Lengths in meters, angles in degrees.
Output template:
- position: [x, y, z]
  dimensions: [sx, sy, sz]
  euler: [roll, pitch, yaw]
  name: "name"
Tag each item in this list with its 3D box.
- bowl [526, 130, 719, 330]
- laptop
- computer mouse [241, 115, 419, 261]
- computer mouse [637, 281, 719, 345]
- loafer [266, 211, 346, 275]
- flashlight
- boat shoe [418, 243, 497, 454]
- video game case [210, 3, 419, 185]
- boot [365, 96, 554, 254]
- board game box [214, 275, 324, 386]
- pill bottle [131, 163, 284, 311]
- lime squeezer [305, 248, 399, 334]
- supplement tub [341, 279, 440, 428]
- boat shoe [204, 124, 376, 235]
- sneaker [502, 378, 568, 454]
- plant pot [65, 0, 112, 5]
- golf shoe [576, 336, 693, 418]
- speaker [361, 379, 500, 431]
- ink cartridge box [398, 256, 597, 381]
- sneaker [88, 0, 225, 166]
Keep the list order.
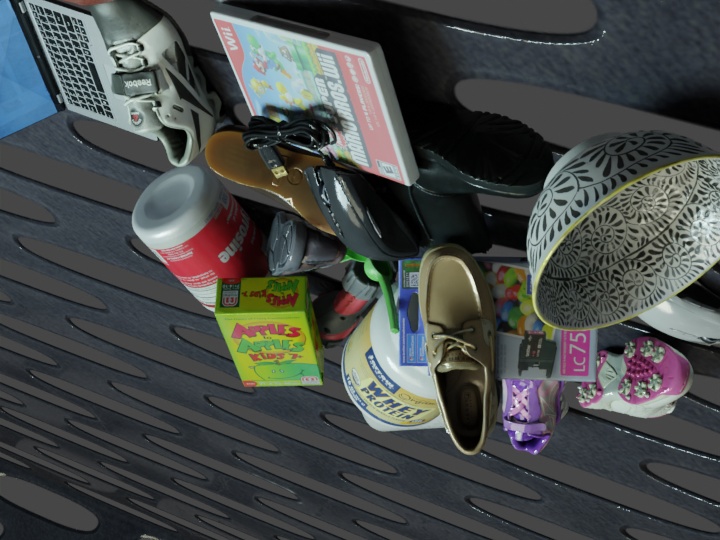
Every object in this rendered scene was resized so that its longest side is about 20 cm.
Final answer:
- position: [0.209, -0.050, 0.879]
  dimensions: [0.201, 0.200, 0.094]
  euler: [77, 169, -56]
  name: "bowl"
- position: [-0.340, -0.187, 1.144]
  dimensions: [0.200, 0.116, 0.187]
  euler: [20, 153, 13]
  name: "laptop"
- position: [-0.037, -0.069, 1.037]
  dimensions: [0.140, 0.046, 0.200]
  euler: [15, 154, 46]
  name: "computer mouse"
- position: [0.326, 0.054, 1.044]
  dimensions: [0.200, 0.044, 0.110]
  euler: [31, 154, -8]
  name: "computer mouse"
- position: [-0.063, -0.024, 1.185]
  dimensions: [0.063, 0.072, 0.200]
  euler: [9, -178, -12]
  name: "loafer"
- position: [-0.017, 0.034, 1.291]
  dimensions: [0.068, 0.068, 0.200]
  euler: [26, 154, -6]
  name: "flashlight"
- position: [0.097, 0.074, 1.027]
  dimensions: [0.071, 0.065, 0.200]
  euler: [-10, 100, 10]
  name: "boat shoe"
- position: [-0.042, -0.158, 0.965]
  dimensions: [0.200, 0.017, 0.143]
  euler: [24, 148, 38]
  name: "video game case"
- position: [0.094, -0.072, 1.003]
  dimensions: [0.198, 0.073, 0.163]
  euler: [21, 151, 28]
  name: "boot"
- position: [-0.103, 0.076, 1.274]
  dimensions: [0.101, 0.048, 0.200]
  euler: [-1, 151, 4]
  name: "board game box"
- position: [-0.169, -0.023, 1.279]
  dimensions: [0.112, 0.112, 0.200]
  euler: [4, 145, 38]
  name: "pill bottle"
- position: [0.000, 0.000, 1.152]
  dimensions: [0.200, 0.071, 0.038]
  euler: [32, 162, 52]
  name: "lime squeezer"
- position: [0.068, 0.088, 1.224]
  dimensions: [0.144, 0.145, 0.200]
  euler: [29, 153, -3]
  name: "supplement tub"
- position: [-0.062, -0.096, 1.117]
  dimensions: [0.200, 0.071, 0.070]
  euler: [28, -169, -1]
  name: "boat shoe"
- position: [0.199, 0.153, 1.281]
  dimensions: [0.080, 0.089, 0.200]
  euler: [14, 149, 26]
  name: "sneaker"
- position: [-0.195, -0.296, 0.764]
  dimensions: [0.201, 0.201, 0.195]
  euler: [33, 160, -11]
  name: "plant pot"
- position: [0.307, 0.118, 1.143]
  dimensions: [0.091, 0.075, 0.200]
  euler: [19, 168, -11]
  name: "golf shoe"
- position: [0.087, 0.168, 1.414]
  dimensions: [0.081, 0.081, 0.200]
  euler: [40, 151, -23]
  name: "speaker"
- position: [0.134, 0.047, 1.071]
  dimensions: [0.199, 0.120, 0.042]
  euler: [2, -170, 11]
  name: "ink cartridge box"
- position: [-0.204, -0.183, 1.055]
  dimensions: [0.074, 0.089, 0.200]
  euler: [-1, 142, 32]
  name: "sneaker"
